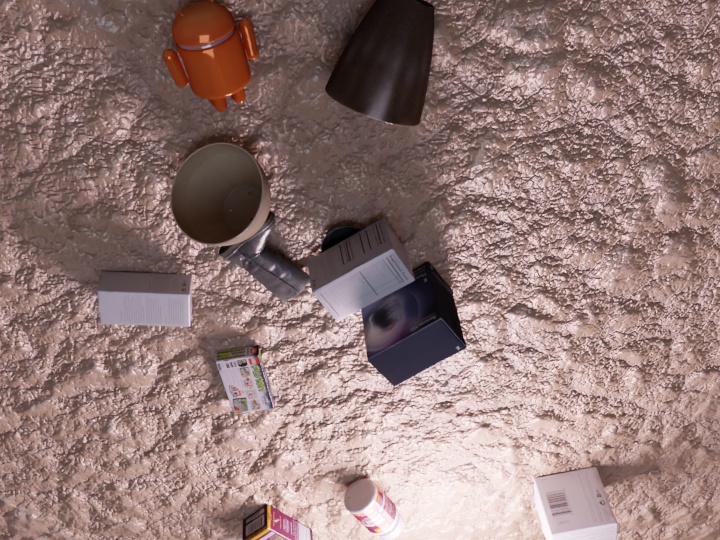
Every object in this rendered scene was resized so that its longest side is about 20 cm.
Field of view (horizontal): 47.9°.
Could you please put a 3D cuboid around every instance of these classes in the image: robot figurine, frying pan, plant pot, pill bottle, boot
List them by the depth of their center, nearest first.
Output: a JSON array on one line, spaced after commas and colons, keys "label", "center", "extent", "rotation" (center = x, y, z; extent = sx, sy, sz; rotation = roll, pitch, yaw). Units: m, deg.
[{"label": "robot figurine", "center": [-0.262, -0.388, 1.440], "extent": [0.142, 0.117, 0.201], "rotation": [-2, 132, 14]}, {"label": "plant pot", "center": [0.054, -0.389, 1.449], "extent": [0.185, 0.187, 0.201], "rotation": [13, 116, -17]}, {"label": "plant pot", "center": [-0.259, -0.138, 1.619], "extent": [0.199, 0.202, 0.134], "rotation": [-23, 165, 12]}, {"label": "boot", "center": [-0.186, -0.027, 1.774], "extent": [0.200, 0.073, 0.181], "rotation": [39, 130, -24]}, {"label": "frying pan", "center": [-0.024, -0.030, 1.817], "extent": [0.114, 0.031, 0.191], "rotation": [-12, 133, 2]}, {"label": "pill bottle", "center": [0.043, 0.705, 2.381], "extent": [0.109, 0.110, 0.200], "rotation": [-26, 127, 15]}]

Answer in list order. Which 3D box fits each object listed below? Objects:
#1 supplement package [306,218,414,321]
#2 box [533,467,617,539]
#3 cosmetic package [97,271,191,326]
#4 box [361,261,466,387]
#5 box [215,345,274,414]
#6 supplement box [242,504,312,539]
[{"label": "supplement package", "center": [0.000, 0.000, 1.758], "extent": [0.199, 0.110, 0.114], "rotation": [-28, 130, 11]}, {"label": "box", "center": [0.634, 0.716, 2.401], "extent": [0.198, 0.200, 0.131], "rotation": [-11, 131, 2]}, {"label": "cosmetic package", "center": [-0.479, 0.065, 1.814], "extent": [0.198, 0.072, 0.102], "rotation": [3, 129, -9]}, {"label": "box", "center": [0.116, 0.121, 1.849], "extent": [0.199, 0.199, 0.123], "rotation": [-31, 126, 18]}, {"label": "box", "center": [-0.288, 0.278, 2.037], "extent": [0.109, 0.035, 0.201], "rotation": [-9, 130, 0]}, {"label": "supplement box", "center": [-0.247, 0.801, 2.441], "extent": [0.110, 0.086, 0.200], "rotation": [-36, 124, 21]}]
